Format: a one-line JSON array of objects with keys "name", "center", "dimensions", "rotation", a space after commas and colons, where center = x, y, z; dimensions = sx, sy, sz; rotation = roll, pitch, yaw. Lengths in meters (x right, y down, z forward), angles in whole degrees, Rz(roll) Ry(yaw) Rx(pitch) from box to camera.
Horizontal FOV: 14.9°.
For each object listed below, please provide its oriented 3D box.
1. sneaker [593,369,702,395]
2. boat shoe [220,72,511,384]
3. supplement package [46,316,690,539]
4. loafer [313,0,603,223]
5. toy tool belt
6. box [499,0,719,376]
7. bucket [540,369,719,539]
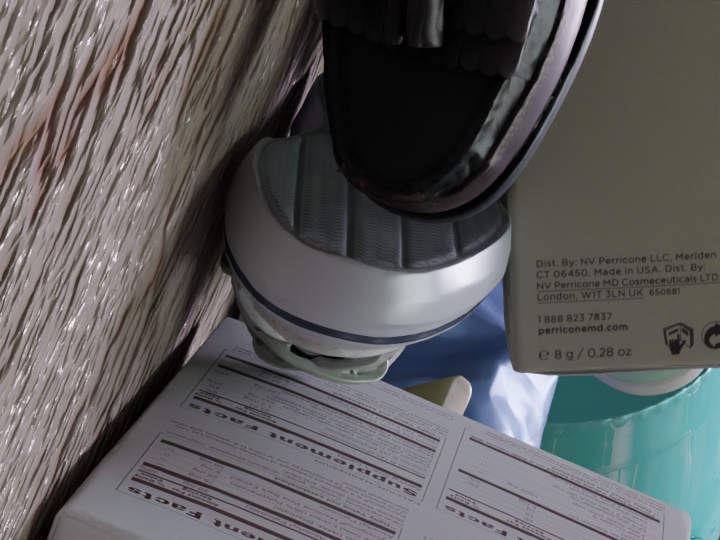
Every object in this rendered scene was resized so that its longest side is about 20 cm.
[{"name": "sneaker", "center": [0.064, -0.048, 0.909], "dimensions": [0.118, 0.073, 0.201], "rotation": [-38, 107, -83]}, {"name": "boat shoe", "center": [0.000, 0.000, 0.740], "dimensions": [0.200, 0.073, 0.067], "rotation": [-61, 170, -75]}, {"name": "supplement package", "center": [-0.012, 0.127, 0.702], "dimensions": [0.200, 0.150, 0.152], "rotation": [-57, 169, -77]}, {"name": "loafer", "center": [0.025, -0.111, 0.620], "dimensions": [0.063, 0.072, 0.201], "rotation": [6, 101, -67]}, {"name": "toy tool belt", "center": [0.024, 0.037, 0.974], "dimensions": [0.123, 0.125, 0.200], "rotation": [-55, -174, 35]}, {"name": "box", "center": [0.069, -0.078, 0.748], "dimensions": [0.082, 0.068, 0.201], "rotation": [-87, 175, -75]}, {"name": "bucket", "center": [0.067, 0.045, 1.185], "dimensions": [0.135, 0.206, 0.208], "rotation": [95, 14, -45]}]
